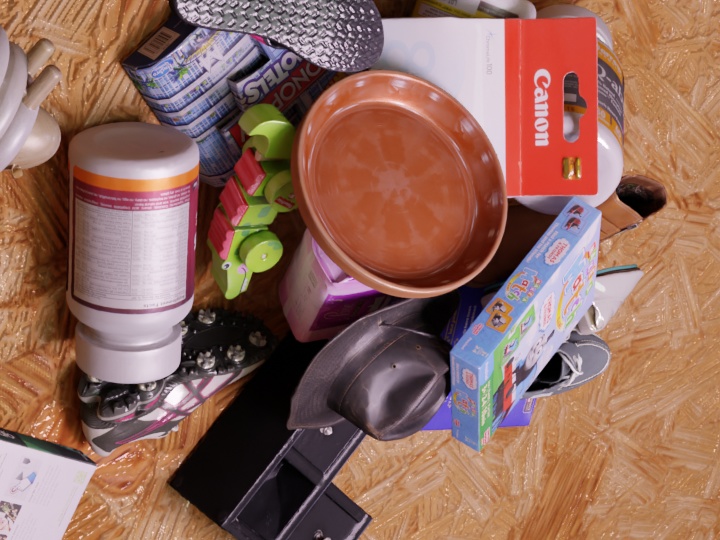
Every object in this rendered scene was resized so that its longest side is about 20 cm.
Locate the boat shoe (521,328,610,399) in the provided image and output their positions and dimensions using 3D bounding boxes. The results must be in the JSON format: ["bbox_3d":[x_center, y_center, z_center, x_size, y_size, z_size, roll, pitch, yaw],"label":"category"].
[{"bbox_3d":[0.188,0.103,1.922,0.199,0.062,0.073,-4,113,-41],"label":"boat shoe"}]

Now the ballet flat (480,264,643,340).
[{"bbox_3d":[0.203,0.037,1.897,0.199,0.069,0.070,-7,115,-36],"label":"ballet flat"}]

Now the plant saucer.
[{"bbox_3d":[0.031,-0.072,1.619,0.199,0.032,0.201,11,66,-26],"label":"plant saucer"}]

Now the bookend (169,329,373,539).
[{"bbox_3d":[-0.046,0.192,1.851,0.199,0.092,0.200,-51,134,-9],"label":"bookend"}]

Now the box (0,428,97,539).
[{"bbox_3d":[-0.338,0.203,1.651,0.200,0.036,0.145,23,95,-45],"label":"box"}]

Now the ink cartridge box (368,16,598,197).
[{"bbox_3d":[0.107,-0.142,1.687,0.047,0.199,0.161,-17,107,-75],"label":"ink cartridge box"}]

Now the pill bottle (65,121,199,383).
[{"bbox_3d":[-0.193,-0.015,1.616,0.109,0.109,0.201,-13,118,-35],"label":"pill bottle"}]

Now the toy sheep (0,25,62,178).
[{"bbox_3d":[-0.311,-0.139,1.447,0.200,0.138,0.138,34,87,-30],"label":"toy sheep"}]

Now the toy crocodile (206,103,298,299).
[{"bbox_3d":[-0.095,-0.057,1.653,0.062,0.068,0.200,-6,140,-32],"label":"toy crocodile"}]

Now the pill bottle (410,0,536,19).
[{"bbox_3d":[0.080,-0.169,1.772,0.109,0.109,0.201,13,101,-43],"label":"pill bottle"}]

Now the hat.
[{"bbox_3d":[0.031,0.103,1.709,0.200,0.081,0.201,-35,159,-16],"label":"hat"}]

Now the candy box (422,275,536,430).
[{"bbox_3d":[0.100,0.069,1.925,0.199,0.077,0.170,2,108,-43],"label":"candy box"}]

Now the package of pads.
[{"bbox_3d":[0.000,0.000,1.723,0.120,0.076,0.200,-13,165,-14],"label":"package of pads"}]

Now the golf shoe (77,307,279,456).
[{"bbox_3d":[-0.167,0.098,1.732,0.199,0.077,0.088,-21,143,-29],"label":"golf shoe"}]

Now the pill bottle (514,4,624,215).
[{"bbox_3d":[0.190,-0.155,1.804,0.201,0.116,0.117,-81,155,-47],"label":"pill bottle"}]

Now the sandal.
[{"bbox_3d":[-0.069,-0.217,1.592,0.199,0.045,0.075,13,96,-27],"label":"sandal"}]

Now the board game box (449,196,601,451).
[{"bbox_3d":[0.150,0.050,1.752,0.200,0.037,0.152,-51,157,-25],"label":"board game box"}]

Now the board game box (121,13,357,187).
[{"bbox_3d":[-0.077,-0.169,1.673,0.200,0.062,0.200,-46,132,-14],"label":"board game box"}]

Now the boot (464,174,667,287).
[{"bbox_3d":[0.187,-0.041,1.832,0.199,0.155,0.077,-7,81,-45],"label":"boot"}]
